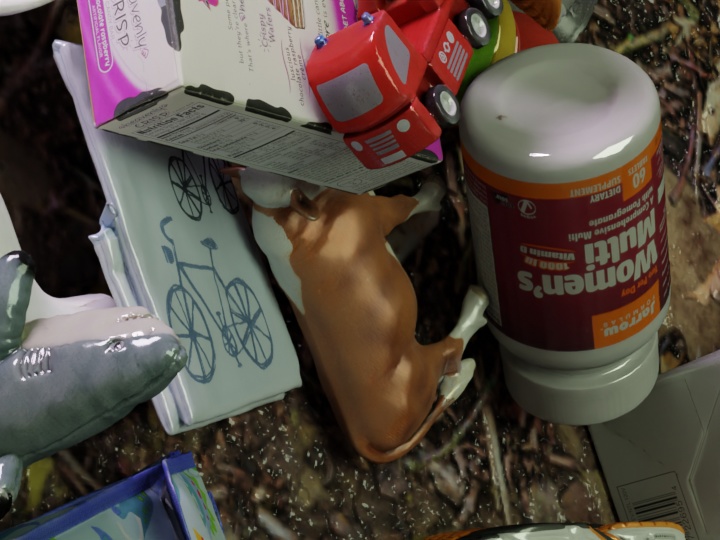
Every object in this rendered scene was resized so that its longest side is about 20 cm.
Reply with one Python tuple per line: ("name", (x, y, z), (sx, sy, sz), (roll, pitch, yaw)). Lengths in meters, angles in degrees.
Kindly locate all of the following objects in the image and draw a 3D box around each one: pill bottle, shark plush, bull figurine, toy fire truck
("pill bottle", (0.116, -0.016, 1.370), (0.110, 0.109, 0.201), (-54, 147, -39))
("shark plush", (-0.169, 0.075, 1.057), (0.199, 0.083, 0.091), (-33, 136, -13))
("bull figurine", (0.000, 0.000, 1.331), (0.121, 0.065, 0.201), (-30, 111, -39))
("toy fire truck", (0.008, -0.160, 1.212), (0.141, 0.049, 0.201), (50, 39, -24))

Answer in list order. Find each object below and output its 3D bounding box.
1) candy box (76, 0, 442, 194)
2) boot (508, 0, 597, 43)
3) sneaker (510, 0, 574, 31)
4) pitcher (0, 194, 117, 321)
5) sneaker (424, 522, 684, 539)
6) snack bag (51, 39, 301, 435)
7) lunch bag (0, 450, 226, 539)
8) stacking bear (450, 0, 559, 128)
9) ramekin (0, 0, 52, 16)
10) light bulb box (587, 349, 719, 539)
("candy box", (-0.051, -0.122, 1.208), (0.199, 0.061, 0.137), (14, 61, -51))
("boot", (0.102, -0.233, 1.515), (0.132, 0.070, 0.201), (40, 48, -20))
("sneaker", (0.093, -0.200, 1.349), (0.076, 0.092, 0.200), (37, 13, -20))
("pitcher", (-0.220, 0.015, 1.108), (0.200, 0.121, 0.172), (50, 63, -33))
("sneaker", (0.109, 0.187, 1.369), (0.199, 0.075, 0.093), (4, 80, -40))
("snack bag", (-0.093, -0.022, 1.238), (0.188, 0.021, 0.201), (-14, 85, -74))
("lunch bag", (-0.109, 0.187, 1.146), (0.200, 0.127, 0.171), (-21, 88, -57))
("stacking bear", (0.043, -0.124, 1.397), (0.199, 0.121, 0.114), (17, 48, -48))
("ramekin", (-0.218, -0.205, 1.182), (0.200, 0.097, 0.202), (16, 66, -39))
("light bulb box", (0.267, 0.135, 1.504), (0.199, 0.124, 0.200), (-16, 87, -45))
